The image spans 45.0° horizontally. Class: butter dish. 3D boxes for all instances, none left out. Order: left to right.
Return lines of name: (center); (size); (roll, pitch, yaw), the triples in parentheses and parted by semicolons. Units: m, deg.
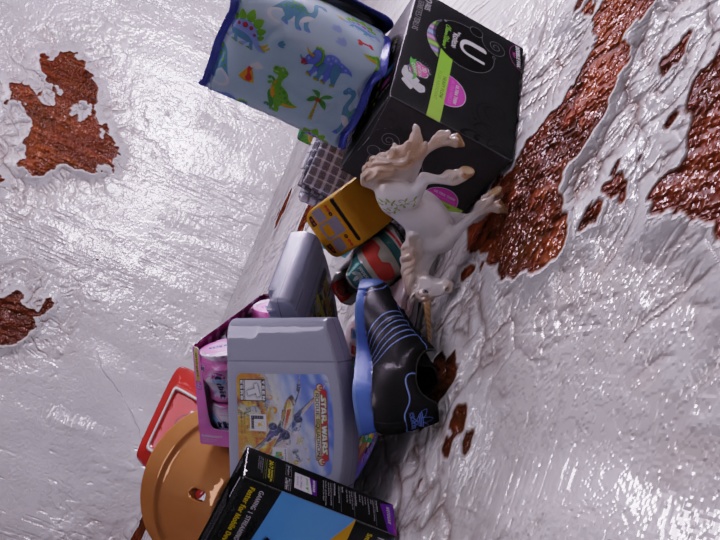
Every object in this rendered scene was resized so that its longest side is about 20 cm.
butter dish: (-0.288, 0.311, 1.634); (0.199, 0.148, 0.201); (20, 83, 37)

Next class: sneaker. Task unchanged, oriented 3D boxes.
sneaker: (0.000, 0.000, 1.042); (0.093, 0.070, 0.200); (-33, 0, -13)
sneaker: (0.035, 0.079, 0.839); (0.200, 0.078, 0.070); (-89, -8, -50)

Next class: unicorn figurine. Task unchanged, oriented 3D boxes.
unicorn figurine: (0.071, -0.048, 0.850); (0.137, 0.200, 0.074); (-30, 22, 22)

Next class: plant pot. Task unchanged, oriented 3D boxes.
plant pot: (-0.133, 0.263, 0.992); (0.140, 0.200, 0.201); (5, 70, 58)

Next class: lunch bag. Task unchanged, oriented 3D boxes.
lunch bag: (-0.059, -0.246, 0.928); (0.128, 0.170, 0.200); (-58, 13, 31)

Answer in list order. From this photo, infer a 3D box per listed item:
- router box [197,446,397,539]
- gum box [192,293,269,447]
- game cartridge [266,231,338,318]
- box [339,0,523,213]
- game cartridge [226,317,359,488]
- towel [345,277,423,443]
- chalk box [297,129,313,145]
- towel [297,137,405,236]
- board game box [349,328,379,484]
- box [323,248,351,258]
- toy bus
router box: (-0.078, 0.272, 0.787); (0.200, 0.149, 0.051); (-62, 13, 20)
gum box: (-0.119, 0.110, 0.991); (0.200, 0.066, 0.114); (-42, -48, -66)
game cartridge: (-0.059, 0.062, 0.984); (0.133, 0.041, 0.201); (-80, -15, -48)
box: (0.082, -0.181, 0.961); (0.124, 0.148, 0.200); (-50, 20, 46)
game cartridge: (-0.066, 0.145, 0.842); (0.133, 0.041, 0.201); (-3, 88, 31)
towel: (0.008, 0.121, 0.984); (0.191, 0.032, 0.201); (-45, 25, 56)
chalk box: (-0.030, -0.274, 1.476); (0.124, 0.199, 0.125); (-56, 15, 37)
towel: (0.024, -0.154, 1.121); (0.201, 0.165, 0.086); (-67, 16, -7)
board game box: (-0.023, 0.144, 0.913); (0.158, 0.039, 0.200); (-59, 16, 31)
box: (0.003, -0.114, 1.323); (0.049, 0.082, 0.201); (-45, 24, 61)
toy bus: (0.030, -0.096, 1.015); (0.078, 0.065, 0.200); (-31, 8, 46)
